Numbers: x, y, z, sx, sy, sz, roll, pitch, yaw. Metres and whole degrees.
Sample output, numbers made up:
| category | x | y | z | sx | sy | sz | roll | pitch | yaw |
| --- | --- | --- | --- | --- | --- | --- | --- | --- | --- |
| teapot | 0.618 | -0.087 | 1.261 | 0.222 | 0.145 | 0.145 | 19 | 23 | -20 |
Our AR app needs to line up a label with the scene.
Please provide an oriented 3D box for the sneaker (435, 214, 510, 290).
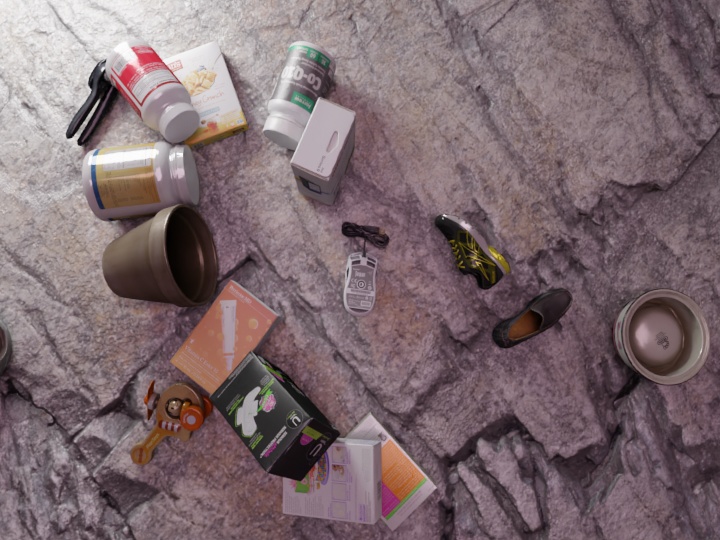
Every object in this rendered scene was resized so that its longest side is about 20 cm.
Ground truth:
| category | x | y | z | sx | sy | sz | roll | pitch | yaw |
| --- | --- | --- | --- | --- | --- | --- | --- | --- | --- |
| sneaker | 0.232 | -0.040 | 1.165 | 0.199 | 0.074 | 0.085 | 41 | 84 | 1 |

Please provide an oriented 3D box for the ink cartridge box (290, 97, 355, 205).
| category | x | y | z | sx | sy | sz | roll | pitch | yaw |
| --- | --- | --- | --- | --- | --- | --- | --- | --- | --- |
| ink cartridge box | -0.071 | -0.236 | 1.105 | 0.086 | 0.200 | 0.148 | 22 | 84 | 0 |

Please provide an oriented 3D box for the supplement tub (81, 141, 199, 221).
| category | x | y | z | sx | sy | sz | roll | pitch | yaw |
| --- | --- | --- | --- | --- | --- | --- | --- | --- | --- |
| supplement tub | -0.445 | -0.184 | 1.106 | 0.196 | 0.145 | 0.148 | -8 | 84 | -4 |

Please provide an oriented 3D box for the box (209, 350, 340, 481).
| category | x | y | z | sx | sy | sz | roll | pitch | yaw |
| --- | --- | --- | --- | --- | --- | --- | --- | --- | --- |
| box | -0.162 | 0.280 | 1.036 | 0.125 | 0.149 | 0.199 | -47 | 57 | -6 |

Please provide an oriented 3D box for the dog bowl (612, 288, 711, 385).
| category | x | y | z | sx | sy | sz | roll | pitch | yaw |
| --- | --- | --- | --- | --- | --- | --- | --- | --- | --- |
| dog bowl | 0.645 | 0.143 | 1.172 | 0.196 | 0.074 | 0.205 | 0 | 84 | -4 |

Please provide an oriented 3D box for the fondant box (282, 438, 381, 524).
| category | x | y | z | sx | sy | sz | roll | pitch | yaw |
| --- | --- | --- | --- | --- | --- | --- | --- | --- | --- |
| fondant box | -0.057 | 0.414 | 1.077 | 0.196 | 0.058 | 0.147 | -2 | 84 | 18 |

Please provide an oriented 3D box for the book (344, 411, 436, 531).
| category | x | y | z | sx | sy | sz | roll | pitch | yaw |
| --- | --- | --- | --- | --- | --- | --- | --- | --- | --- |
| book | 0.043 | 0.418 | 1.123 | 0.133 | 0.048 | 0.200 | -43 | 87 | -3 |

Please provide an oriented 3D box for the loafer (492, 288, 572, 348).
| category | x | y | z | sx | sy | sz | roll | pitch | yaw |
| --- | --- | --- | --- | --- | --- | --- | --- | --- | --- |
| loafer | 0.382 | 0.104 | 1.160 | 0.198 | 0.072 | 0.073 | -35 | 86 | -7 |

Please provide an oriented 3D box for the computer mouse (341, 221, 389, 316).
| category | x | y | z | sx | sy | sz | roll | pitch | yaw |
| --- | --- | --- | --- | --- | --- | --- | --- | --- | --- |
| computer mouse | 0.000 | 0.000 | 1.166 | 0.107 | 0.044 | 0.204 | 9 | 78 | -7 |

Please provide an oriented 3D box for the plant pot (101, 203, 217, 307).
| category | x | y | z | sx | sy | sz | roll | pitch | yaw |
| --- | --- | --- | --- | --- | --- | --- | --- | --- | --- |
| plant pot | -0.410 | -0.019 | 1.083 | 0.170 | 0.200 | 0.204 | -9 | 84 | 12 |

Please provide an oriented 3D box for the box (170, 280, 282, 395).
| category | x | y | z | sx | sy | sz | roll | pitch | yaw |
| --- | --- | --- | --- | --- | --- | --- | --- | --- | --- |
| box | -0.271 | 0.140 | 1.106 | 0.124 | 0.098 | 0.201 | 35 | 83 | 1 |

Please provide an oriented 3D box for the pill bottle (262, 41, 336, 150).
| category | x | y | z | sx | sy | sz | roll | pitch | yaw |
| --- | --- | --- | --- | --- | --- | --- | --- | --- | --- |
| pill bottle | -0.133 | -0.372 | 1.159 | 0.111 | 0.113 | 0.204 | 18 | 83 | -1 |

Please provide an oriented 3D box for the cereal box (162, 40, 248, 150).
| category | x | y | z | sx | sy | sz | roll | pitch | yaw |
| --- | --- | --- | --- | --- | --- | --- | --- | --- | --- |
| cereal box | -0.346 | -0.385 | 1.184 | 0.142 | 0.040 | 0.203 | -21 | 86 | -3 |

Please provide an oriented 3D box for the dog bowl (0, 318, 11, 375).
| category | x | y | z | sx | sy | sz | roll | pitch | yaw |
| --- | --- | --- | --- | --- | --- | --- | --- | --- | --- |
| dog bowl | -0.812 | 0.160 | 1.093 | 0.196 | 0.059 | 0.205 | 0 | 84 | -4 |

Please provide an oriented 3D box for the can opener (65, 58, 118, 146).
| category | x | y | z | sx | sy | sz | roll | pitch | yaw |
| --- | --- | --- | --- | --- | --- | --- | --- | --- | --- |
| can opener | -0.571 | -0.363 | 1.168 | 0.063 | 0.078 | 0.203 | 25 | 85 | -39 |

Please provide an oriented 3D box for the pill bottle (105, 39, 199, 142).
| category | x | y | z | sx | sy | sz | roll | pitch | yaw |
| --- | --- | --- | --- | --- | --- | --- | --- | --- | --- |
| pill bottle | -0.423 | -0.366 | 1.109 | 0.112 | 0.112 | 0.201 | -39 | 79 | -6 |

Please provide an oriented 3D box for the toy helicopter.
| category | x | y | z | sx | sy | sz | roll | pitch | yaw |
| --- | --- | --- | --- | --- | --- | --- | --- | --- | --- |
| toy helicopter | -0.406 | 0.310 | 1.096 | 0.132 | 0.079 | 0.201 | 40 | 96 | -5 |
